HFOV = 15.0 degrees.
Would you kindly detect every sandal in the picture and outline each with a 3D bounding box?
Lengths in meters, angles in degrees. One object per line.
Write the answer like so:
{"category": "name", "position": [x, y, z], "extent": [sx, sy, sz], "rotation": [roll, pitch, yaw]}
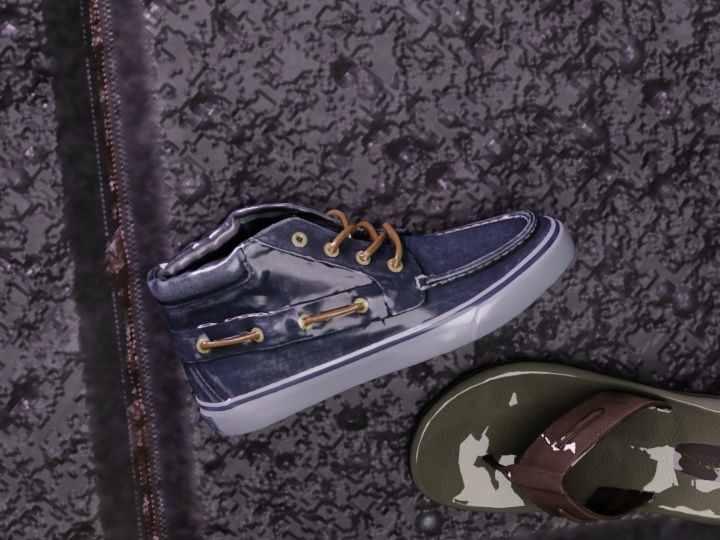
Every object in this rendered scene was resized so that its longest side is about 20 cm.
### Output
{"category": "sandal", "position": [0.122, 0.090, 1.345], "extent": [0.200, 0.057, 0.080], "rotation": [3, 104, 10]}

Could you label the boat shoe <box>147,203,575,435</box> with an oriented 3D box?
{"category": "boat shoe", "position": [0.000, 0.000, 1.310], "extent": [0.200, 0.071, 0.091], "rotation": [-25, 110, 0]}
